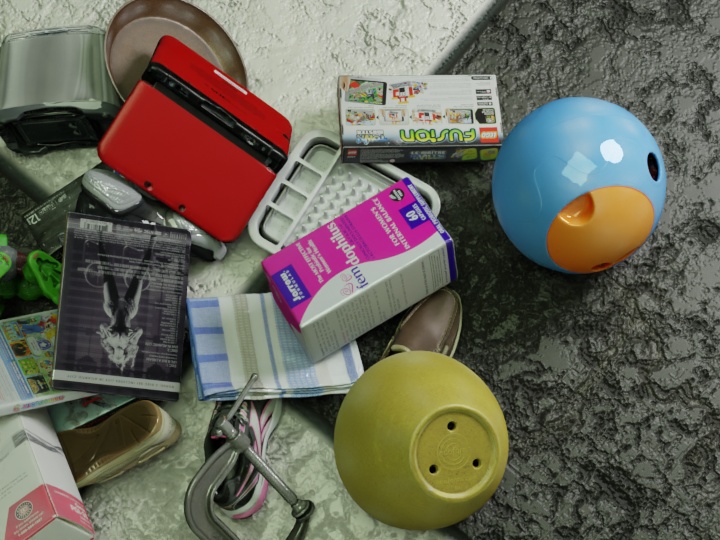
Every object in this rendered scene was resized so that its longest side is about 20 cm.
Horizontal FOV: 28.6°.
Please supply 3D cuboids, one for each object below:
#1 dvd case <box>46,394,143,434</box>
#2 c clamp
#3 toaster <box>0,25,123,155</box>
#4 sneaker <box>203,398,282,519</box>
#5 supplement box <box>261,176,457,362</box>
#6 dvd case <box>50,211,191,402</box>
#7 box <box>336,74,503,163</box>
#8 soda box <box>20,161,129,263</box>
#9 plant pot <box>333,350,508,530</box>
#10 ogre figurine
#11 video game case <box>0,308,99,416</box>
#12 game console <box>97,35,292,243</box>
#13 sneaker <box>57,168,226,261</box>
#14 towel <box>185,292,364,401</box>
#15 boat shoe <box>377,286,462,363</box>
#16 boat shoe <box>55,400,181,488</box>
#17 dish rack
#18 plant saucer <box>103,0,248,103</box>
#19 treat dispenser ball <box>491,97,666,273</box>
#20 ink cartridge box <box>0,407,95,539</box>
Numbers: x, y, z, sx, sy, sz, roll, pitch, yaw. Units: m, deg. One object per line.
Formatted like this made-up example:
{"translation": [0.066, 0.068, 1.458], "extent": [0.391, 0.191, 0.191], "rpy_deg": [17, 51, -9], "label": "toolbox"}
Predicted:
{"translation": [-0.332, 0.112, 1.699], "extent": [0.198, 0.022, 0.147], "rpy_deg": [-26, 71, -3], "label": "dvd case"}
{"translation": [-0.114, 0.246, 1.574], "extent": [0.027, 0.201, 0.171], "rpy_deg": [4, 45, 50], "label": "c clamp"}
{"translation": [-0.380, -0.225, 1.771], "extent": [0.197, 0.114, 0.131], "rpy_deg": [-5, 67, 5], "label": "toaster"}
{"translation": [-0.140, 0.177, 1.618], "extent": [0.079, 0.086, 0.203], "rpy_deg": [-8, 70, 16], "label": "sneaker"}
{"translation": [0.000, 0.000, 1.614], "extent": [0.199, 0.104, 0.102], "rpy_deg": [-31, 64, -8], "label": "supplement box"}
{"translation": [-0.271, 0.042, 1.614], "extent": [0.147, 0.016, 0.203], "rpy_deg": [8, 76, -22], "label": "dvd case"}
{"translation": [0.072, -0.187, 1.733], "extent": [0.197, 0.035, 0.111], "rpy_deg": [-1, 60, -4], "label": "box"}
{"translation": [-0.311, -0.087, 1.742], "extent": [0.199, 0.063, 0.071], "rpy_deg": [-35, 72, -6], "label": "soda box"}
{"translation": [0.083, 0.191, 1.536], "extent": [0.197, 0.142, 0.203], "rpy_deg": [0, 89, -15], "label": "plant pot"}
{"translation": [-0.418, 0.006, 1.663], "extent": [0.198, 0.119, 0.099], "rpy_deg": [-12, 92, -32], "label": "ogre figurine"}
{"translation": [-0.391, 0.106, 1.612], "extent": [0.198, 0.018, 0.143], "rpy_deg": [-11, 42, -27], "label": "video game case"}
{"translation": [-0.196, -0.161, 1.709], "extent": [0.199, 0.173, 0.119], "rpy_deg": [35, 114, -16], "label": "game console"}
{"translation": [-0.264, -0.034, 1.694], "extent": [0.199, 0.076, 0.114], "rpy_deg": [28, 101, -28], "label": "sneaker"}
{"translation": [-0.099, 0.084, 1.642], "extent": [0.197, 0.024, 0.148], "rpy_deg": [-3, 54, -15], "label": "towel"}
{"translation": [0.061, 0.103, 1.640], "extent": [0.074, 0.075, 0.204], "rpy_deg": [24, 75, 12], "label": "boat shoe"}
{"translation": [-0.299, 0.214, 1.636], "extent": [0.198, 0.065, 0.073], "rpy_deg": [-27, 57, 16], "label": "boat shoe"}
{"translation": [-0.019, -0.060, 1.718], "extent": [0.199, 0.044, 0.173], "rpy_deg": [29, 74, 13], "label": "dish rack"}
{"translation": [-0.233, -0.247, 1.759], "extent": [0.198, 0.034, 0.203], "rpy_deg": [16, 59, -29], "label": "plant saucer"}
{"translation": [0.250, -0.097, 1.625], "extent": [0.198, 0.201, 0.203], "rpy_deg": [-1, 71, 4], "label": "treat dispenser ball"}
{"translation": [-0.401, 0.247, 1.585], "extent": [0.146, 0.083, 0.201], "rpy_deg": [-36, 53, 7], "label": "ink cartridge box"}
